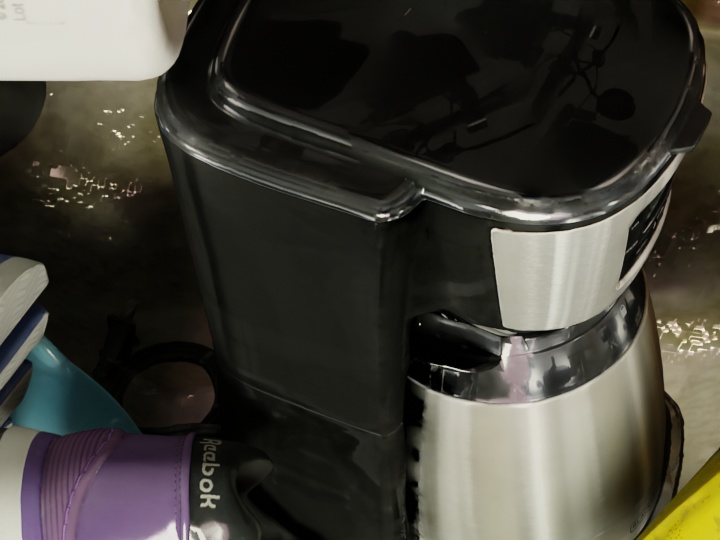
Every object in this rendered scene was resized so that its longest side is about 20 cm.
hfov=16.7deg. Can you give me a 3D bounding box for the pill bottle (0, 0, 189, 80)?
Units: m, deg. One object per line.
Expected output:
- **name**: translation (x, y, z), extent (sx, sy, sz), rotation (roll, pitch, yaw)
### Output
- **pill bottle**: translation (-0.145, -0.104, 0.607), extent (0.200, 0.114, 0.114), rotation (1, 138, 3)

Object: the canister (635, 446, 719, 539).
- **canister**: translation (0.154, 0.059, 0.715), extent (0.087, 0.200, 0.149), rotation (46, 129, 7)

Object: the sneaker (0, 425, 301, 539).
- **sneaker**: translation (-0.047, 0.119, 0.739), extent (0.088, 0.076, 0.200), rotation (-4, 143, 8)

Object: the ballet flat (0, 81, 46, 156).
- **ballet flat**: translation (-0.192, -0.053, 0.692), extent (0.200, 0.068, 0.068), rotation (-2, 162, 2)

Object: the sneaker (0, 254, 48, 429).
- **sneaker**: translation (-0.165, 0.051, 0.724), extent (0.115, 0.081, 0.199), rotation (27, 129, 9)

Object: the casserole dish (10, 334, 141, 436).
- **casserole dish**: translation (-0.111, 0.085, 0.829), extent (0.121, 0.039, 0.200), rotation (28, 148, 29)

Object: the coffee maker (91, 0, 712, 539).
- **coffee maker**: translation (0.000, 0.000, 0.707), extent (0.192, 0.135, 0.200), rotation (-1, 139, 4)
